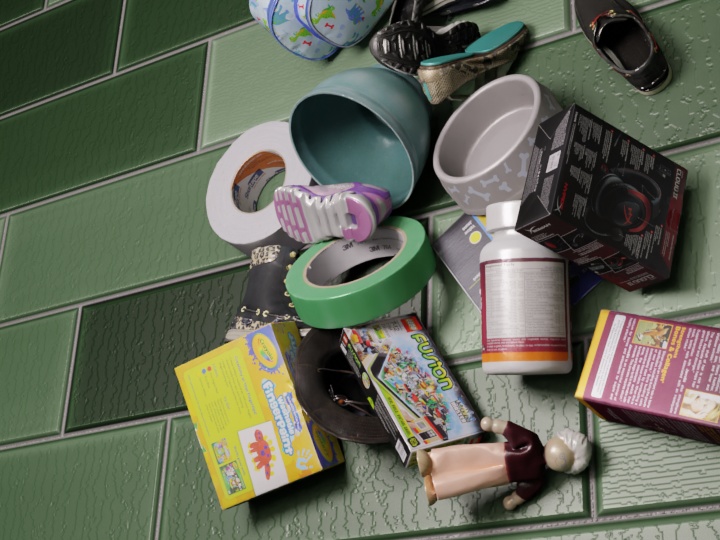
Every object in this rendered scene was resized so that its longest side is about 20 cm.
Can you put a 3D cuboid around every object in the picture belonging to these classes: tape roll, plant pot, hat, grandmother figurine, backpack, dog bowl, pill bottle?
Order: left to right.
[{"bbox_3d":[-0.134,-0.119,1.862,0.198,0.066,0.203,-15,60,28],"label":"tape roll"},{"bbox_3d":[-0.059,-0.420,1.882,0.201,0.182,0.147,-51,48,10],"label":"backpack"},{"bbox_3d":[-0.002,0.161,1.611,0.198,0.081,0.202,7,46,-7],"label":"hat"},{"bbox_3d":[0.000,0.000,1.651,0.198,0.049,0.201,-20,26,10],"label":"tape roll"},{"bbox_3d":[0.019,-0.201,1.730,0.199,0.202,0.134,6,44,37],"label":"plant pot"},{"bbox_3d":[0.178,-0.170,1.631,0.199,0.059,0.201,-32,35,26],"label":"dog bowl"},{"bbox_3d":[0.171,0.226,1.450,0.198,0.122,0.061,-13,32,8],"label":"grandmother figurine"},{"bbox_3d":[0.197,0.023,1.492,0.109,0.109,0.203,-5,83,33],"label":"pill bottle"}]

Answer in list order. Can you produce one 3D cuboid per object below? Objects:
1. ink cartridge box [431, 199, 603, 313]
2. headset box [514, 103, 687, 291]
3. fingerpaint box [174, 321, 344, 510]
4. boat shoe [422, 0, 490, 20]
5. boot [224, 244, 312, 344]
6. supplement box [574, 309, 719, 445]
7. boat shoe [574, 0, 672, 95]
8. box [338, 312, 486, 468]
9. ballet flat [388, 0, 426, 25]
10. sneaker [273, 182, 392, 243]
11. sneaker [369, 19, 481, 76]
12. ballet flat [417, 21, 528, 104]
[{"bbox_3d":[0.212,-0.030,1.586,0.197,0.047,0.201,-43,48,9],"label":"ink cartridge box"},{"bbox_3d":[0.292,-0.078,1.459,0.075,0.198,0.150,-26,44,58],"label":"headset box"},{"bbox_3d":[-0.134,0.191,1.658,0.166,0.073,0.202,-26,80,23],"label":"fingerpaint box"},{"bbox_3d":[0.128,-0.404,1.822,0.199,0.062,0.076,-5,69,50],"label":"boat shoe"},{"bbox_3d":[-0.093,0.039,1.750,0.202,0.073,0.155,-4,63,32],"label":"boot"},{"bbox_3d":[0.354,0.121,1.381,0.198,0.086,0.111,9,73,38],"label":"supplement box"},{"bbox_3d":[0.335,-0.313,1.628,0.073,0.063,0.202,-39,49,16],"label":"boat shoe"},{"bbox_3d":[0.062,0.145,1.560,0.201,0.109,0.035,59,149,35],"label":"box"},{"bbox_3d":[0.059,-0.366,1.804,0.066,0.056,0.202,39,127,39],"label":"ballet flat"},{"bbox_3d":[-0.034,-0.087,1.713,0.199,0.081,0.088,7,30,42],"label":"sneaker"},{"bbox_3d":[0.082,-0.307,1.735,0.079,0.199,0.075,0,98,45],"label":"sneaker"},{"bbox_3d":[0.158,-0.277,1.712,0.199,0.076,0.067,-30,26,-33],"label":"ballet flat"}]
